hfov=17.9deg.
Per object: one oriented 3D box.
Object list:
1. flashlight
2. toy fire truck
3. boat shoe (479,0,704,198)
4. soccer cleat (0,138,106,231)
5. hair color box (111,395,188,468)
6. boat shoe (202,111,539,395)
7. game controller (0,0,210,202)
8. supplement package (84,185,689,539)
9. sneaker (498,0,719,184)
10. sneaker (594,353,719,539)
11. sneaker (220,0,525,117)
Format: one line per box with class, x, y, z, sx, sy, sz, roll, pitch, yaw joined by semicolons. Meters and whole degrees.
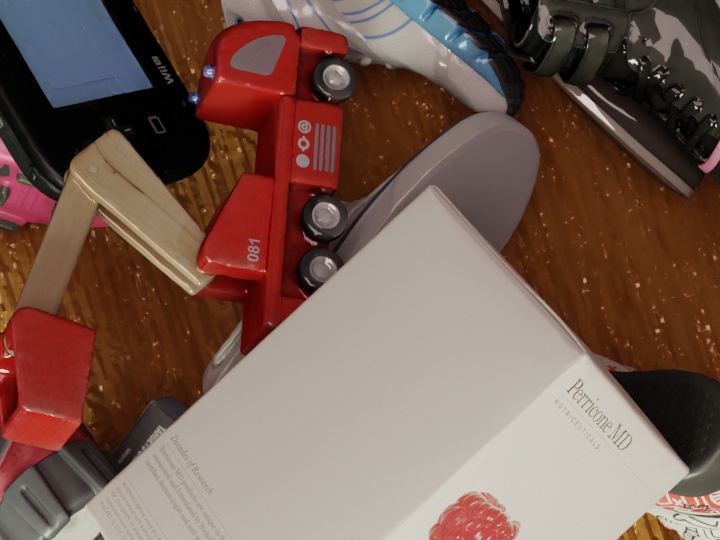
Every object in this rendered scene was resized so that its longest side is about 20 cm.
flashlight;-0.180;0.056;1.037;0.200;0.067;0.068;43;124;27
toy fire truck;-0.078;-0.020;0.983;0.140;0.049;0.202;10;69;-16
boat shoe;0.096;-0.120;1.059;0.057;0.067;0.200;-45;83;6
soccer cleat;-0.198;-0.080;1.073;0.198;0.070;0.087;16;64;-5
hair color box;-0.045;0.159;1.061;0.200;0.061;0.099;38;91;3
boat shoe;0.000;0.000;1.056;0.201;0.072;0.066;-53;44;12
game controller;-0.147;-0.119;1.049;0.104;0.042;0.201;-21;73;-38
supplement package;0.012;0.091;0.947;0.200;0.121;0.120;-43;50;2
sneaker;0.124;-0.083;0.991;0.099;0.071;0.201;-20;75;-21
sneaker;0.104;0.074;1.052;0.200;0.108;0.068;14;73;38
sneaker;-0.015;-0.119;1.070;0.199;0.075;0.087;37;100;9
